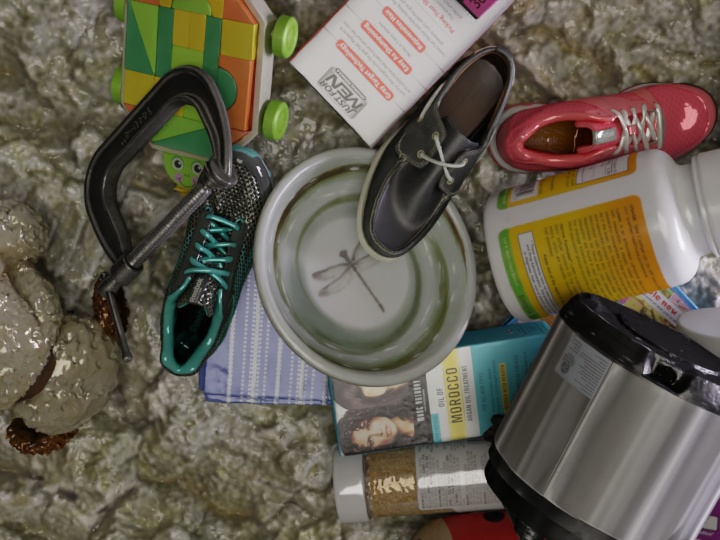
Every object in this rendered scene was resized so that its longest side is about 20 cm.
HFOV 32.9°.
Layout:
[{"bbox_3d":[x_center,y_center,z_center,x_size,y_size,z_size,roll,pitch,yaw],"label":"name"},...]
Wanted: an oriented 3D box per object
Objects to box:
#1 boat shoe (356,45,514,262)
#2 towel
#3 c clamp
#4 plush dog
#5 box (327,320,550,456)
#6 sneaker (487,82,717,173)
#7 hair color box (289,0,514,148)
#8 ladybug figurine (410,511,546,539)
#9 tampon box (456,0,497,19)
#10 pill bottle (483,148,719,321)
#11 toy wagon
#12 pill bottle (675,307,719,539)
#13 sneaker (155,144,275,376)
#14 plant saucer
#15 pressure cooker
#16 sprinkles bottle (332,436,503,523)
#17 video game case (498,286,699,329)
[{"bbox_3d":[0.062,-0.099,0.997,0.071,0.068,0.201,36,77,-11],"label":"boat shoe"},{"bbox_3d":[-0.042,0.047,1.073,0.197,0.024,0.147,3,97,-4],"label":"towel"},{"bbox_3d":[-0.160,-0.056,0.975,0.200,0.027,0.172,-47,58,26],"label":"c clamp"},{"bbox_3d":[-0.278,0.068,1.016,0.171,0.161,0.201,27,101,-33],"label":"plush dog"},{"bbox_3d":[0.072,0.101,1.049,0.197,0.049,0.084,-9,100,-2],"label":"box"},{"bbox_3d":[0.208,-0.111,1.019,0.197,0.087,0.075,-9,101,-1],"label":"sneaker"},{"bbox_3d":[0.044,-0.209,1.010,0.200,0.061,0.102,-45,97,5],"label":"hair color box"},{"bbox_3d":[0.126,0.251,1.064,0.197,0.136,0.073,1,69,-12],"label":"ladybug figurine"},{"bbox_3d":[0.126,-0.319,0.906,0.126,0.150,0.201,42,57,-8],"label":"tampon box"},{"bbox_3d":[0.209,-0.033,0.989,0.197,0.111,0.113,-15,100,22],"label":"pill bottle"},{"bbox_3d":[-0.133,-0.148,0.998,0.153,0.040,0.203,15,113,16],"label":"toy wagon"},{"bbox_3d":[0.309,0.140,1.043,0.110,0.112,0.203,-3,106,-1],"label":"pill bottle"},{"bbox_3d":[-0.119,0.000,0.989,0.076,0.091,0.203,15,108,-5],"label":"sneaker"},{"bbox_3d":[0.000,0.000,1.016,0.197,0.050,0.203,6,73,-20],"label":"plant saucer"},{"bbox_3d":[0.189,0.139,0.932,0.177,0.176,0.202,26,101,-2],"label":"pressure cooker"},{"bbox_3d":[0.076,0.178,1.062,0.197,0.068,0.069,-6,100,5],"label":"sprinkles bottle"},{"bbox_3d":[0.200,0.074,1.085,0.200,0.018,0.143,-45,98,6],"label":"video game case"}]
